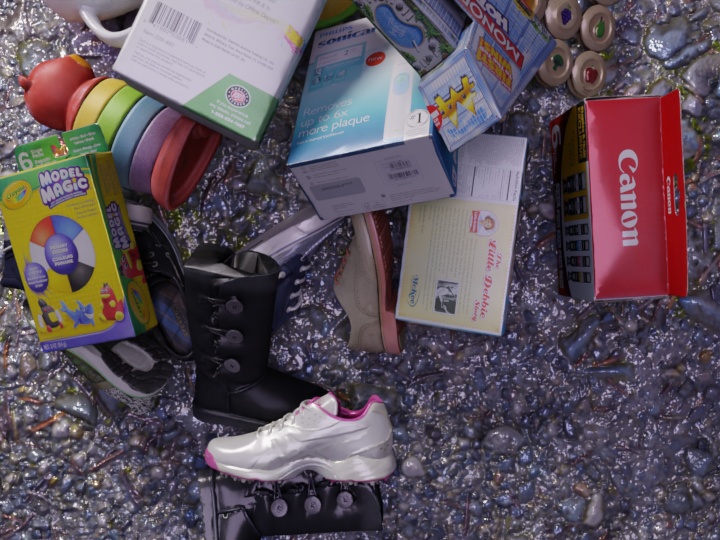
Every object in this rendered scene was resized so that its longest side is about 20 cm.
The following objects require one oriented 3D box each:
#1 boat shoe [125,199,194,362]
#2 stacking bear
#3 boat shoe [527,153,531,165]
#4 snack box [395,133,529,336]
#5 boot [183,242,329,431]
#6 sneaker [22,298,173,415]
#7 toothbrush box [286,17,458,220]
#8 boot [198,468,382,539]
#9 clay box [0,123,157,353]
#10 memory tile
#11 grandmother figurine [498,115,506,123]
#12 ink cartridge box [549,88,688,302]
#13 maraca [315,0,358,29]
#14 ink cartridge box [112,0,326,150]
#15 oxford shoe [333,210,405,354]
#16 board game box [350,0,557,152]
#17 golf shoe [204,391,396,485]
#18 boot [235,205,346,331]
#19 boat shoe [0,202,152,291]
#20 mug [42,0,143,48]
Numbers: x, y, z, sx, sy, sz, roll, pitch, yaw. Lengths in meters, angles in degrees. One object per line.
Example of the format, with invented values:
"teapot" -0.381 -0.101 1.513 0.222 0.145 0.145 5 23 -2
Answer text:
"boat shoe" -0.225 0.010 0.837 0.068 0.057 0.202 -30 90 -1
"stacking bear" -0.265 -0.160 0.810 0.198 0.121 0.115 29 100 2
"boat shoe" 0.142 -0.041 0.839 0.064 0.072 0.203 25 94 -7
"snack box" 0.106 -0.041 0.789 0.114 0.037 0.204 8 94 16
"boot" -0.099 0.074 0.791 0.162 0.066 0.203 3 118 -6
"sneaker" -0.297 0.095 0.832 0.199 0.077 0.089 34 129 16
"toothbrush box" 0.021 -0.162 0.756 0.144 0.086 0.203 -8 51 21
"boot" -0.070 0.286 0.839 0.196 0.066 0.168 -8 93 -5
"clay box" -0.279 -0.030 0.732 0.113 0.048 0.204 -11 100 19
"memory tile" 0.199 -0.281 0.816 0.197 0.017 0.156 8 97 -24
"grandmother figurine" 0.117 -0.210 0.840 0.120 0.061 0.201 34 93 -10
"ink cartridge box" 0.262 -0.072 0.785 0.082 0.176 0.204 -3 90 -1
"maraca" -0.042 -0.326 0.812 0.196 0.107 0.140 -8 85 -11
"ink cartridge box" -0.119 -0.237 0.708 0.143 0.087 0.203 25 90 -7
"oxford shoe" 0.000 0.000 0.819 0.072 0.071 0.204 -5 106 15
"board game box" 0.087 -0.213 0.681 0.200 0.202 0.061 41 133 -21
"golf shoe" -0.061 0.169 0.779 0.196 0.075 0.093 0 96 -3
"boot" -0.084 0.002 0.842 0.198 0.073 0.091 -31 105 2
"boat shoe" -0.302 -0.022 0.801 0.197 0.074 0.095 -1 84 30
"mug" -0.250 -0.324 0.779 0.174 0.147 0.202 -29 74 12
